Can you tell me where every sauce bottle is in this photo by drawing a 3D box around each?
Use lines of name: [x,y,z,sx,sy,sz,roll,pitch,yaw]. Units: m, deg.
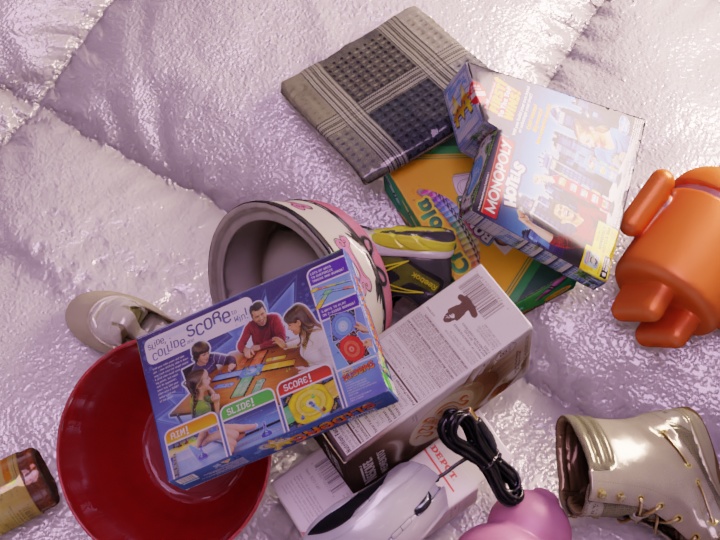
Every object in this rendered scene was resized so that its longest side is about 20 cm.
sauce bottle: [-0.382,0.236,1.101,0.198,0.066,0.066,-27,68,-11]

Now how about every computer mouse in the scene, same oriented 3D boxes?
computer mouse: [0.041,0.207,1.015,0.199,0.110,0.044,-35,25,-5]

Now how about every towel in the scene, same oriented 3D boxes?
towel: [0.036,-0.188,1.256,0.191,0.035,0.200,-32,50,-9]

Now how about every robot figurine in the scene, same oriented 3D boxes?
robot figurine: [0.325,-0.020,1.151,0.143,0.117,0.201,32,72,19]

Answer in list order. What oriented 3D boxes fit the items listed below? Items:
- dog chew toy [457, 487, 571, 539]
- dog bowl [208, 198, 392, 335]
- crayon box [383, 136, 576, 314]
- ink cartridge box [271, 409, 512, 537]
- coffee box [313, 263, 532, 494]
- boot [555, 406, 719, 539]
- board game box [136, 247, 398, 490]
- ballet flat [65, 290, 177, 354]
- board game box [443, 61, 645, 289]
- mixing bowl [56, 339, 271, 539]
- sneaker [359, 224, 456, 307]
dog chew toy: [0.122,0.280,1.036,0.123,0.125,0.201,27,63,13]
dog bowl: [-0.053,0.023,1.117,0.073,0.201,0.200,-24,64,-43]
crayon box: [0.120,-0.045,1.202,0.118,0.058,0.201,-27,69,-9]
ink cartridge box: [0.031,0.195,1.100,0.199,0.068,0.117,-33,69,-10]
coffee box: [0.050,0.099,1.042,0.199,0.115,0.080,-35,66,-10]
boot: [0.258,0.218,1.049,0.153,0.072,0.202,2,58,-25]
board game box: [-0.081,0.082,0.987,0.198,0.034,0.137,-22,63,8]
ballet flat: [-0.209,0.063,1.167,0.198,0.070,0.070,22,69,11]
board game box: [0.162,-0.103,1.146,0.198,0.062,0.202,27,59,-9]
mixing bowl: [-0.167,0.164,1.087,0.197,0.108,0.203,-1,83,9]
sneaker: [0.000,0.000,1.167,0.198,0.074,0.086,2,98,30]
